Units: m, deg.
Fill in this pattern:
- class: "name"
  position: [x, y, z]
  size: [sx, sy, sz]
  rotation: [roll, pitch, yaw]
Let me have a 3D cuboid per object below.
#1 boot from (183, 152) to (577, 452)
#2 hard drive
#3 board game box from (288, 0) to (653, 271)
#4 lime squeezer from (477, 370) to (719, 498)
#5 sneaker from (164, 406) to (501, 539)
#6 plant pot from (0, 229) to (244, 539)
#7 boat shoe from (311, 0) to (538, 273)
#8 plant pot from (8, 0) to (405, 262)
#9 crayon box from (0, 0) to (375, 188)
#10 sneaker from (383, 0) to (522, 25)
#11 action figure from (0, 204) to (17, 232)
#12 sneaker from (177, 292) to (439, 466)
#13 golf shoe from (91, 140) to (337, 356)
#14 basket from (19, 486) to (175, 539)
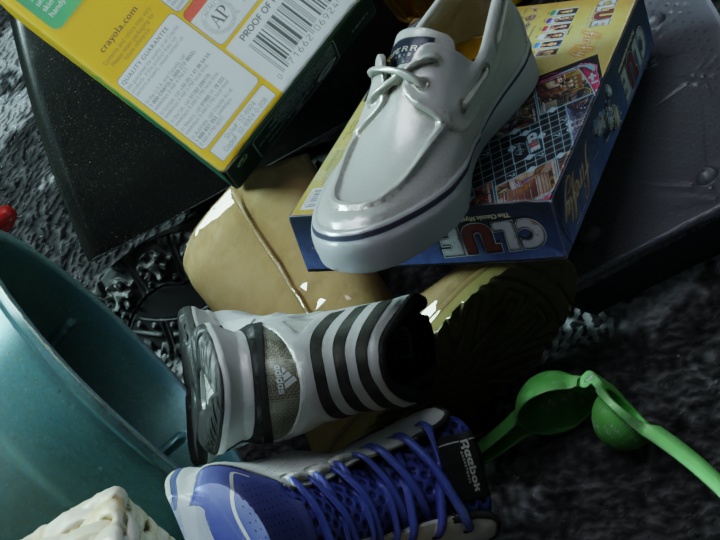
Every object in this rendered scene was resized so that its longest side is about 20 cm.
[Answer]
- class: "boot"
  position: [0.000, 0.000, 0.987]
  size: [0.175, 0.066, 0.200]
  rotation: [-45, 45, 11]
- class: "hard drive"
  position: [0.146, -0.066, 1.008]
  size: [0.135, 0.042, 0.200]
  rotation: [-28, 35, 17]
- class: "board game box"
  position: [0.061, -0.072, 0.968]
  size: [0.135, 0.035, 0.200]
  rotation: [-3, 34, 25]
- class: "lime squeezer"
  position: [0.101, 0.078, 0.878]
  size: [0.199, 0.038, 0.071]
  rotation: [-2, 47, 42]
- class: "sneaker"
  position: [-0.004, 0.101, 0.839]
  size: [0.115, 0.199, 0.081]
  rotation: [-27, 78, 9]
- class: "plant pot"
  position: [-0.189, 0.118, 0.986]
  size: [0.196, 0.200, 0.200]
  rotation: [-45, 32, 3]
- class: "boat shoe"
  position: [0.028, -0.077, 0.890]
  size: [0.071, 0.070, 0.200]
  rotation: [3, 36, 31]
- class: "plant pot"
  position: [-0.103, -0.146, 1.165]
  size: [0.199, 0.178, 0.200]
  rotation: [-28, 10, 16]
- class: "crayon box"
  position: [-0.107, -0.156, 1.038]
  size: [0.126, 0.200, 0.052]
  rotation: [-52, -9, -3]
- class: "sneaker"
  position: [0.054, -0.190, 1.229]
  size: [0.199, 0.073, 0.077]
  rotation: [-17, 45, 33]
- class: "action figure"
  position: [-0.272, 0.025, 1.025]
  size: [0.099, 0.065, 0.200]
  rotation: [-37, 11, 36]
- class: "sneaker"
  position: [-0.024, 0.051, 0.903]
  size: [0.115, 0.076, 0.200]
  rotation: [-5, 1, -9]
- class: "golf shoe"
  position: [-0.065, -0.016, 1.141]
  size: [0.199, 0.078, 0.095]
  rotation: [-24, 18, 17]
- class: "basket"
  position: [-0.130, 0.233, 0.798]
  size: [0.199, 0.161, 0.199]
  rotation: [-30, 34, 15]
